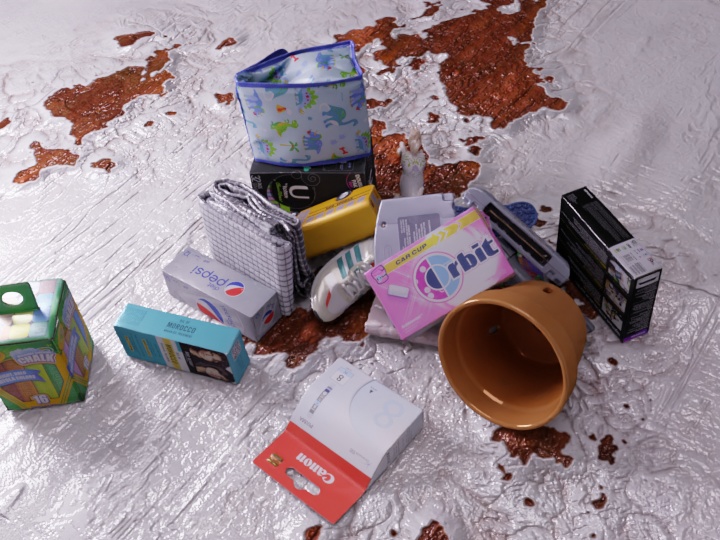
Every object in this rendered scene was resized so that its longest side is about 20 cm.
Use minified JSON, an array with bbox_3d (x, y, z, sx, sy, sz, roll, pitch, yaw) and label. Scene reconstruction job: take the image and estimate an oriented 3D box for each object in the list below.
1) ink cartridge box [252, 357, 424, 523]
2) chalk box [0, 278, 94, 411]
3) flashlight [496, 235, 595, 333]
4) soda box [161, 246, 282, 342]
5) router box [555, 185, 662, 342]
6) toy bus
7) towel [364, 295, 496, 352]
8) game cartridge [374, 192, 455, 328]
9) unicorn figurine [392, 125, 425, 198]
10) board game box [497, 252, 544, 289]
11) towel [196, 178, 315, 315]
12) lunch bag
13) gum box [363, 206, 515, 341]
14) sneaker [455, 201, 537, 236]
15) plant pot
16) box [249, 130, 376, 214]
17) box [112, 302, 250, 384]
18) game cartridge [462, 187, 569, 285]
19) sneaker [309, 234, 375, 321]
[{"bbox_3d":[-0.032,0.233,1.224,0.160,0.047,0.200,30,54,29],"label":"ink cartridge box"},{"bbox_3d":[-0.492,0.098,1.297,0.124,0.200,0.124,-7,47,1],"label":"chalk box"},{"bbox_3d":[0.264,0.034,1.316,0.068,0.068,0.200,-36,76,-23],"label":"flashlight"},{"bbox_3d":[-0.227,0.037,1.418,0.199,0.064,0.068,24,53,26],"label":"soda box"},{"bbox_3d":[0.374,-0.011,1.336,0.051,0.149,0.200,-20,48,-11],"label":"router box"},{"bbox_3d":[-0.050,-0.075,1.442,0.199,0.065,0.078,-20,26,25],"label":"toy bus"},{"bbox_3d":[0.125,0.045,1.393,0.199,0.032,0.191,9,48,14],"label":"towel"},{"bbox_3d":[0.088,-0.015,1.338,0.133,0.041,0.201,-5,80,2],"label":"game cartridge"},{"bbox_3d":[0.095,-0.141,1.516,0.074,0.201,0.137,-16,20,-2],"label":"unicorn figurine"},{"bbox_3d":[0.193,0.004,1.377,0.199,0.039,0.158,-11,47,-5],"label":"board game box"},{"bbox_3d":[-0.166,-0.044,1.419,0.200,0.166,0.086,29,52,29],"label":"towel"},{"bbox_3d":[-0.092,-0.262,1.404,0.199,0.170,0.128,-12,47,-3],"label":"lunch bag"},{"bbox_3d":[0.121,0.004,1.272,0.200,0.066,0.114,-31,80,6],"label":"gum box"},{"bbox_3d":[0.195,-0.073,1.462,0.199,0.078,0.070,-5,80,-4],"label":"sneaker"},{"bbox_3d":[0.230,0.104,1.232,0.200,0.201,0.140,26,37,27],"label":"plant pot"},{"bbox_3d":[-0.077,-0.153,1.520,0.199,0.149,0.125,1,46,7],"label":"box"},{"bbox_3d":[-0.275,0.113,1.341,0.199,0.082,0.049,12,51,17],"label":"box"},{"bbox_3d":[0.246,-0.057,1.354,0.200,0.042,0.133,43,16,7],"label":"game cartridge"},{"bbox_3d":[0.000,0.000,1.391,0.200,0.070,0.093,-49,25,-26],"label":"sneaker"}]
